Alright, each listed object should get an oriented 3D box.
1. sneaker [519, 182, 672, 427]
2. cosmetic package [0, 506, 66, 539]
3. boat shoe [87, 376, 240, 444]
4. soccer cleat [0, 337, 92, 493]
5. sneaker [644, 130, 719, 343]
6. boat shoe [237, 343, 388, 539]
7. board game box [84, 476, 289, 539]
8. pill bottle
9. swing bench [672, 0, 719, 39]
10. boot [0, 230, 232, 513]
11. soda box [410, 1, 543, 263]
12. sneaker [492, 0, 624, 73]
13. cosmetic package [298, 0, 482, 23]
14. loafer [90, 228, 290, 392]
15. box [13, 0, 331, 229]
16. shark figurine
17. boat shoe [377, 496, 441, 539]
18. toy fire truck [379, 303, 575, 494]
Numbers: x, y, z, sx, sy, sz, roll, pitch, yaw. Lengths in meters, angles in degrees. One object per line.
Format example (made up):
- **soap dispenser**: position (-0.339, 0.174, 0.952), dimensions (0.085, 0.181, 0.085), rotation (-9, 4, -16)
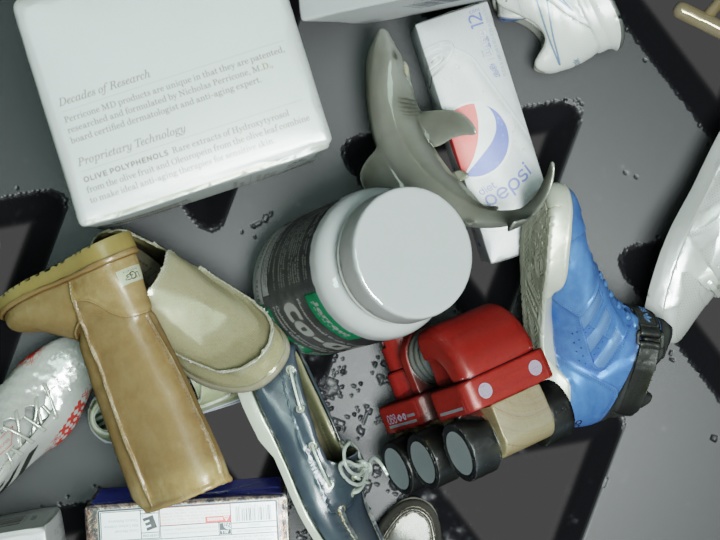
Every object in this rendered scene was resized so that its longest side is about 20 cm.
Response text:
- **sneaker**: position (0.187, 0.025, 1.382), dimensions (0.110, 0.077, 0.202), rotation (-6, 107, -11)
- **cosmetic package**: position (-0.260, 0.298, 1.401), dimensions (0.073, 0.102, 0.202), rotation (-10, 93, -1)
- **boat shoe**: position (-0.128, 0.086, 1.421), dimensions (0.199, 0.062, 0.072), rotation (-30, 93, -3)
- **soccer cleat**: position (-0.285, 0.135, 1.403), dimensions (0.069, 0.085, 0.200), rotation (45, 89, -3)
- **sneaker**: position (0.311, -0.018, 1.418), dimensions (0.115, 0.074, 0.202), rotation (25, 89, 25)
- **boat shoe**: position (-0.025, 0.152, 1.392), dimensions (0.061, 0.075, 0.201), rotation (-29, 91, 16)
- **board game box**: position (-0.131, 0.275, 1.408), dimensions (0.157, 0.097, 0.203), rotation (-3, 91, -3)
- **pill bottle**: position (0.000, 0.000, 1.338), dimensions (0.112, 0.200, 0.115), rotation (3, 81, -22)
- **swing bench**: position (0.371, -0.189, 1.372), dimensions (0.200, 0.199, 0.130), rotation (43, 89, -3)
- **boot**: position (-0.193, 0.089, 1.346), dimensions (0.066, 0.175, 0.202), rotation (-21, 88, -40)
- **soda box**: position (0.100, -0.110, 1.426), dimensions (0.063, 0.068, 0.202), rotation (-18, 93, -2)
- **sneaker**: position (0.135, -0.251, 1.425), dimensions (0.087, 0.075, 0.201), rotation (-30, 92, 3)
- **cosmetic package**: position (0.051, -0.306, 1.356), dimensions (0.197, 0.123, 0.202), rotation (-7, 93, 26)
- **loafer**: position (-0.144, 0.029, 1.376), dimensions (0.199, 0.068, 0.076), rotation (26, 74, 26)
- **box**: position (-0.140, -0.140, 1.348), dimensions (0.198, 0.199, 0.173), rotation (-19, 92, -4)
- **shark figurine**: position (0.049, -0.071, 1.367), dimensions (0.089, 0.129, 0.215), rotation (-19, 53, -38)
- **boat shoe**: position (0.016, 0.283, 1.435), dimensions (0.066, 0.057, 0.202), rotation (24, 90, -3)
- **toy fire truck**: position (0.074, 0.053, 1.382), dimensions (0.128, 0.176, 0.202), rotation (-21, 88, -25)
